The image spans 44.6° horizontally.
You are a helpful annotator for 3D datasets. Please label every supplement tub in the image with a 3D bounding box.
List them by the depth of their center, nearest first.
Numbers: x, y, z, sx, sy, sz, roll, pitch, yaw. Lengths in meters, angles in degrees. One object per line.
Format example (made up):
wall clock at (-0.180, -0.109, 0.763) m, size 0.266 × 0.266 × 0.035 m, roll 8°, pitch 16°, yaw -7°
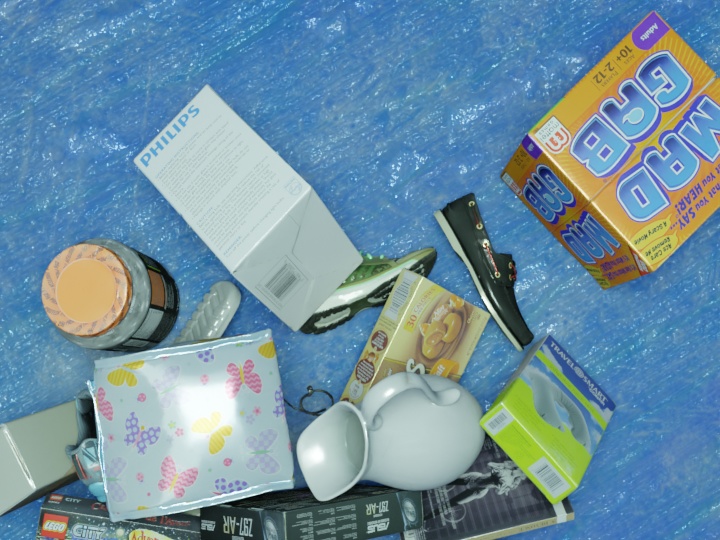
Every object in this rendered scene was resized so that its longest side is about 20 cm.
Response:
supplement tub at (-0.289, 0.031, 1.024) m, size 0.119 × 0.200 × 0.126 m, roll 0°, pitch 83°, yaw 2°

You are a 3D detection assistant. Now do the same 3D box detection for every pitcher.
pitcher at (0.053, 0.160, 0.925) m, size 0.172 × 0.197 × 0.123 m, roll -51°, pitch 54°, yaw 36°

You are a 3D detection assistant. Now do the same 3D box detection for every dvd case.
dvd case at (0.134, 0.254, 1.029) m, size 0.195 × 0.150 × 0.016 m, roll -14°, pitch 123°, yaw 0°

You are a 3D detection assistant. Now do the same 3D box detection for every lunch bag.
lunch bag at (-0.180, 0.162, 0.934) m, size 0.195 × 0.127 × 0.174 m, roll -9°, pitch 83°, yaw -15°

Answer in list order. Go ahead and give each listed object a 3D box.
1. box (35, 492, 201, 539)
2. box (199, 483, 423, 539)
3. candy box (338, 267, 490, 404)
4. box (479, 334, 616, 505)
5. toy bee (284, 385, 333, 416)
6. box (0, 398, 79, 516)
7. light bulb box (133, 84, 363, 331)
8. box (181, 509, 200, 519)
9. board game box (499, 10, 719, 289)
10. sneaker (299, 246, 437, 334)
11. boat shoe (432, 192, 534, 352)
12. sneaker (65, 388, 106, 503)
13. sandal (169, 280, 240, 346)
box at (-0.265, 0.334, 0.979) m, size 0.195 × 0.038 × 0.140 m, roll 12°, pitch 101°, yaw -11°
box at (-0.053, 0.267, 0.960) m, size 0.197 × 0.158 × 0.045 m, roll 4°, pitch 79°, yaw -43°
candy box at (0.060, 0.115, 1.048) m, size 0.114 × 0.055 × 0.203 m, roll 27°, pitch 90°, yaw -28°
box at (0.222, 0.160, 1.008) m, size 0.122 × 0.200 × 0.048 m, roll 47°, pitch 126°, yaw 4°
toy bee at (-0.145, 0.159, 1.062) m, size 0.195 × 0.109 × 0.133 m, roll 2°, pitch 123°, yaw -20°
box at (-0.350, 0.205, 0.997) m, size 0.094 × 0.199 × 0.079 m, roll -33°, pitch 84°, yaw 19°
light bulb box at (-0.123, -0.067, 1.007) m, size 0.125 × 0.199 × 0.200 m, roll -44°, pitch 62°, yaw -4°
box at (-0.206, 0.311, 1.044) m, size 0.197 × 0.082 × 0.070 m, roll -26°, pitch 106°, yaw 0°
board game box at (0.312, -0.128, 1.029) m, size 0.200 × 0.200 × 0.200 m, roll -43°, pitch 85°, yaw -4°
sneaker at (0.000, 0.000, 1.092) m, size 0.196 × 0.077 × 0.090 m, roll -22°, pitch 66°, yaw -6°
boat shoe at (0.162, 0.001, 1.081) m, size 0.062 × 0.074 × 0.205 m, roll -28°, pitch 79°, yaw 6°
sneaker at (-0.273, 0.154, 0.995) m, size 0.078 × 0.202 × 0.096 m, roll -25°, pitch 122°, yaw 20°
sandal at (-0.203, 0.110, 1.086) m, size 0.049 × 0.082 × 0.204 m, roll 34°, pitch 92°, yaw -38°
